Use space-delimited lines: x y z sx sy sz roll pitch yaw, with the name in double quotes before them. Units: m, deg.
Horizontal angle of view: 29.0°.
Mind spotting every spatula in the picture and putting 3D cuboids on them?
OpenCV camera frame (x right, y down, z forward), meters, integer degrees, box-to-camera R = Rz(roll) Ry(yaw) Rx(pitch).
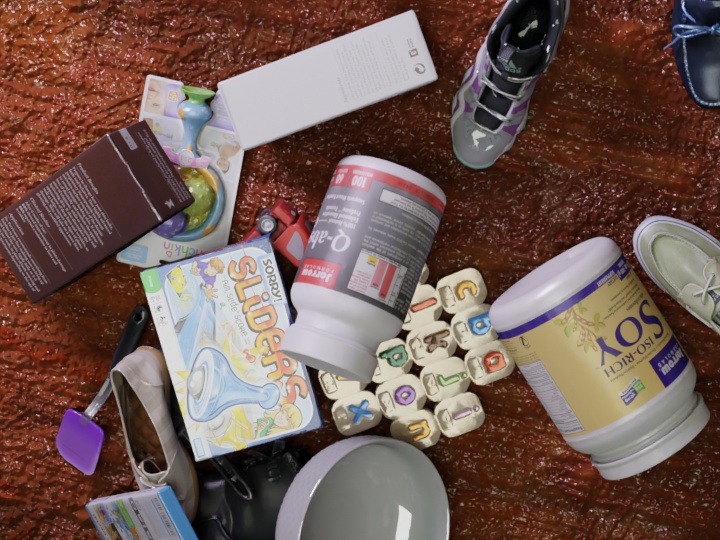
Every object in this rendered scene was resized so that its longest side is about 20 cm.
"spatula" -0.273 0.124 1.489 0.056 0.021 0.201 30 101 16

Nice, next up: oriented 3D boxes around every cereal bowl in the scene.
"cereal bowl" -0.009 0.262 1.398 0.083 0.200 0.201 4 104 50

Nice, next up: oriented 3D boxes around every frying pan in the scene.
"frying pan" -0.190 0.167 1.453 0.115 0.031 0.191 -25 74 23

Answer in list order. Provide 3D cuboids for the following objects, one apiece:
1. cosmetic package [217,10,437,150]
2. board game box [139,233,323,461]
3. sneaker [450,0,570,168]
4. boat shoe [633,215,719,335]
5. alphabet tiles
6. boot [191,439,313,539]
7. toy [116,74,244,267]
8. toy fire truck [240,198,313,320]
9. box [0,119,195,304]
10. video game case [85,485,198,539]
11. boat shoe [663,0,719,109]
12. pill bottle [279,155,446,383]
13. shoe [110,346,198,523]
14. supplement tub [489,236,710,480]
"cosmetic package" -0.029 -0.184 1.351 0.199 0.101 0.072 -20 96 4
"board game box" -0.127 0.077 1.392 0.135 0.034 0.201 -16 98 2
"sneaker" 0.136 -0.187 1.314 0.077 0.140 0.201 22 102 4
"boat shoe" 0.351 0.021 1.359 0.200 0.062 0.072 40 103 1
"alphabet tiles" 0.050 0.083 1.428 0.195 0.015 0.201 -22 96 2
"boot" -0.107 0.283 1.467 0.162 0.073 0.199 -15 91 13
"toy" -0.186 -0.090 1.427 0.115 0.047 0.201 13 101 6
"toy fire truck" -0.099 0.042 1.432 0.141 0.049 0.200 43 97 -9
"box" -0.275 -0.058 1.405 0.200 0.075 0.100 -29 95 32
"video game case" -0.212 0.296 1.443 0.200 0.018 0.144 -21 97 56
"boat shoe" 0.325 -0.251 1.312 0.084 0.069 0.201 -7 99 10
"pill bottle" 0.000 0.000 1.350 0.115 0.116 0.201 19 80 5
"shoe" -0.215 0.179 1.419 0.070 0.053 0.201 -5 102 27
"supplement tub" 0.233 0.085 1.346 0.145 0.145 0.200 -33 94 12
